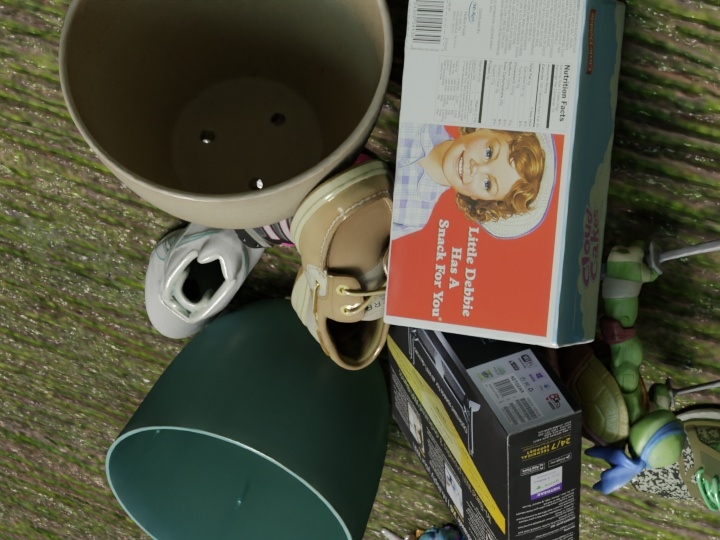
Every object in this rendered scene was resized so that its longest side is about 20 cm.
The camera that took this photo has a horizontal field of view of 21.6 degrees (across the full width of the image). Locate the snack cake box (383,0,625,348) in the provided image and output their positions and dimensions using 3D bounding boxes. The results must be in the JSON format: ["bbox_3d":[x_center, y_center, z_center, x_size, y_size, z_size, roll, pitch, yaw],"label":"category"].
[{"bbox_3d":[0.084,-0.062,1.101,0.114,0.067,0.202,7,94,27],"label":"snack cake box"}]

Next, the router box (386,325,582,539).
[{"bbox_3d":[0.075,0.091,1.207,0.200,0.052,0.158,-122,21,-46],"label":"router box"}]

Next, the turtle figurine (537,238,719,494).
[{"bbox_3d":[0.169,0.037,1.243,0.194,0.201,0.144,36,180,32],"label":"turtle figurine"}]

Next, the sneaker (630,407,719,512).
[{"bbox_3d":[0.264,0.149,1.291,0.199,0.089,0.077,-7,129,40],"label":"sneaker"}]

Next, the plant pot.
[{"bbox_3d":[-0.067,0.120,1.421,0.199,0.161,0.201,17,143,13],"label":"plant pot"}]

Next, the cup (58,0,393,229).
[{"bbox_3d":[-0.077,-0.106,1.176,0.199,0.201,0.143,22,161,11],"label":"cup"}]

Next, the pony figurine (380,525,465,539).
[{"bbox_3d":[0.091,0.283,1.534,0.192,0.167,0.200,33,159,9],"label":"pony figurine"}]

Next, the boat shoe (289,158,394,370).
[{"bbox_3d":[0.000,0.000,1.168,0.067,0.074,0.200,59,167,20],"label":"boat shoe"}]

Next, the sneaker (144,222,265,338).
[{"bbox_3d":[-0.125,0.005,1.405,0.070,0.080,0.200,33,144,-5],"label":"sneaker"}]

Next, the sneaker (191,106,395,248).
[{"bbox_3d":[-0.037,-0.044,1.297,0.199,0.074,0.088,33,147,0],"label":"sneaker"}]
